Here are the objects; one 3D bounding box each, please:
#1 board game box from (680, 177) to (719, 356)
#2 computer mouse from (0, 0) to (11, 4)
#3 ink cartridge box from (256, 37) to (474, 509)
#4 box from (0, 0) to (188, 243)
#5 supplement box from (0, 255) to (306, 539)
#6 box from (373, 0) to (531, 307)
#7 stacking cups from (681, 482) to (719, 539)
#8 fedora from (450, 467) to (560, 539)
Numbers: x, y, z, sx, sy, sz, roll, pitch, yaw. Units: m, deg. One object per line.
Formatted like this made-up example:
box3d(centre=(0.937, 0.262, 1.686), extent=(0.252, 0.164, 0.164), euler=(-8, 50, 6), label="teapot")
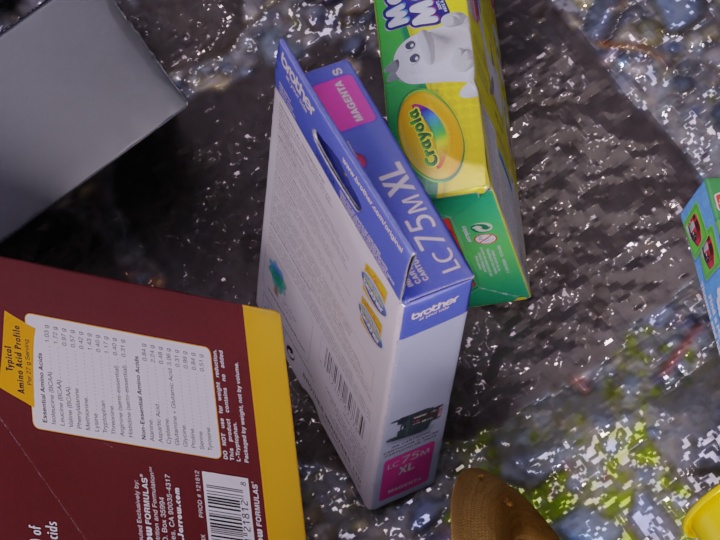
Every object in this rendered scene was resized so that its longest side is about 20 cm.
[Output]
box3d(centre=(0.227, 0.053, 1.208), extent=(0.151, 0.037, 0.201), euler=(-3, 63, -18), label="board game box")
box3d(centre=(-0.263, -0.103, 1.430), extent=(0.138, 0.053, 0.200), euler=(22, 73, 21), label="computer mouse")
box3d(centre=(0.000, 0.000, 1.233), extent=(0.042, 0.200, 0.120), euler=(-21, 61, -16), label="ink cartridge box")
box3d(centre=(-0.180, -0.044, 1.323), extent=(0.200, 0.141, 0.079), euler=(-36, 98, -4), label="box")
box3d(centre=(-0.140, 0.114, 1.195), extent=(0.133, 0.199, 0.198), euler=(-37, 51, 45), label="supplement box")
box3d(centre=(0.036, -0.097, 1.314), extent=(0.048, 0.117, 0.201), euler=(-8, 63, 9), label="box")
box3d(centre=(0.204, 0.171, 1.185), extent=(0.060, 0.061, 0.200), euler=(-30, 66, -1), label="stacking cups")
box3d(centre=(0.053, 0.173, 1.143), extent=(0.082, 0.201, 0.201), euler=(-23, 62, 13), label="fedora")
